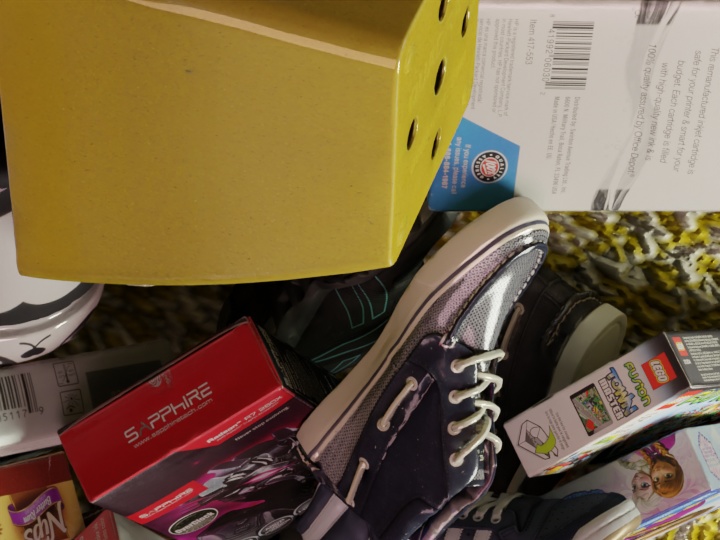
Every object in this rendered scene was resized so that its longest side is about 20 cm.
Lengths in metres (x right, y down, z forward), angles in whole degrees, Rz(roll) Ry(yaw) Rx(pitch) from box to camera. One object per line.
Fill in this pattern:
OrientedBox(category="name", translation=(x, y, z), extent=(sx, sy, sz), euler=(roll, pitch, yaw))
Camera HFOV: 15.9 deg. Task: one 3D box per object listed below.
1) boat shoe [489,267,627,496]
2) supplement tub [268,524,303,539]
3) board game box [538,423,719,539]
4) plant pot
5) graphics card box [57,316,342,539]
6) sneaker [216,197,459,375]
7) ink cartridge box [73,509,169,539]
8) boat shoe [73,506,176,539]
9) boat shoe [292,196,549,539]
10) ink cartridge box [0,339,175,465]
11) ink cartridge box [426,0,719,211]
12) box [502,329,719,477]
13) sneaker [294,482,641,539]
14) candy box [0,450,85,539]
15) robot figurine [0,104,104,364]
OrientedBox(category="boat shoe", translation=(0.102, 0.076, 1.522), extent=(0.060, 0.074, 0.200), euler=(39, 148, 20))
OrientedBox(category="supplement tub", translation=(-0.068, 0.221, 1.610), extent=(0.200, 0.123, 0.123), euler=(-21, 132, 16))
OrientedBox(category="board game box", translation=(0.144, 0.146, 1.531), extent=(0.200, 0.041, 0.199), euler=(-27, 169, 22))
OrientedBox(category="plant pot", translation=(-0.045, -0.108, 1.194), extent=(0.176, 0.200, 0.200), euler=(15, 136, 12))
OrientedBox(category="graphics card box", translation=(-0.069, 0.098, 1.437), extent=(0.125, 0.051, 0.200), euler=(-32, 158, 8))
OrientedBox(category="sneaker", translation=(0.000, 0.000, 1.443), extent=(0.079, 0.076, 0.200), euler=(17, 141, -33))
OrientedBox(category="ink cartridge box", translation=(-0.167, 0.244, 1.513), extent=(0.200, 0.068, 0.116), euler=(-43, 126, 17))
OrientedBox(category="boat shoe", translation=(-0.181, 0.194, 1.553), extent=(0.200, 0.076, 0.074), euler=(-36, 166, 12))
OrientedBox(category="boat shoe", translation=(0.053, 0.061, 1.349), extent=(0.075, 0.093, 0.200), euler=(-5, 139, -51))
OrientedBox(category="ink cartridge box", translation=(-0.219, 0.088, 1.457), extent=(0.162, 0.057, 0.200), euler=(-10, 178, -38))
OrientedBox(category="ink cartridge box", translation=(0.134, -0.107, 1.324), extent=(0.200, 0.086, 0.147), euler=(-1, 135, -5))
OrientedBox(category="box", translation=(0.172, 0.072, 1.464), extent=(0.110, 0.035, 0.200), euler=(-32, 165, 25))
OrientedBox(category="sneaker", translation=(0.051, 0.136, 1.420), extent=(0.200, 0.109, 0.070), euler=(-27, 174, 27))
OrientedBox(category="candy box", translation=(-0.274, 0.160, 1.509), extent=(0.200, 0.057, 0.117), euler=(-20, 173, 35))
OrientedBox(category="robot figurine", translation=(-0.191, -0.041, 1.337), extent=(0.150, 0.125, 0.200), euler=(16, 135, 10))
